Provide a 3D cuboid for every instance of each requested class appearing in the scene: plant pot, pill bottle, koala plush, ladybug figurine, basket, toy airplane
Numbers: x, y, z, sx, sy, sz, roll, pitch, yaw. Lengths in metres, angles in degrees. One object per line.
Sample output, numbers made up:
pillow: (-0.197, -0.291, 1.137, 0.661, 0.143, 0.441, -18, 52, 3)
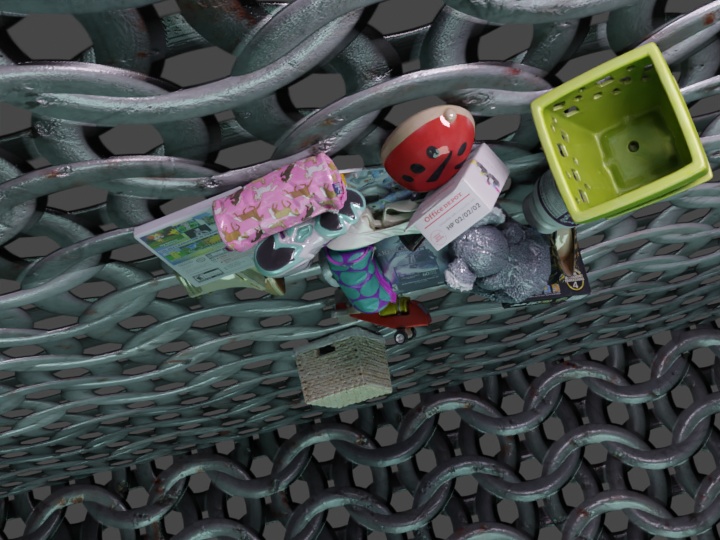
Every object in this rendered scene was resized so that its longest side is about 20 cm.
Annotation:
plant pot: (0.392, -0.186, 1.341, 0.199, 0.200, 0.181, -24, 167, 28)
pill bottle: (0.371, -0.140, 1.588, 0.112, 0.113, 0.200, -4, 160, -29)
koala plush: (0.221, -0.033, 1.586, 0.184, 0.178, 0.200, 29, -176, 34)
ladybug figurine: (0.103, -0.174, 1.351, 0.135, 0.072, 0.200, -9, 161, -14)
basket: (-0.043, 0.261, 2.427, 0.198, 0.161, 0.200, -20, 160, 20)
toy airplane: (0.035, 0.066, 1.974, 0.199, 0.142, 0.200, 7, -169, -25)

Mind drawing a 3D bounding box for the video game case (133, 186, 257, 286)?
video game case: (-0.233, -0.050, 1.487, 0.200, 0.022, 0.182, -19, 146, 17)

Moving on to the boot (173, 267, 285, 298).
boot: (-0.232, 0.010, 1.663, 0.154, 0.072, 0.200, -19, 155, 12)

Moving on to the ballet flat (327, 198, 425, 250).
ballet flat: (0.033, -0.084, 1.513, 0.199, 0.070, 0.069, -10, 163, 6)

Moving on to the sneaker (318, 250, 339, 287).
sneaker: (0.002, -0.018, 1.756, 0.114, 0.076, 0.200, -22, 166, 21)

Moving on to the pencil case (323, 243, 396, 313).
pencil case: (0.000, 0.000, 1.629, 0.092, 0.085, 0.200, 2, 153, 17)

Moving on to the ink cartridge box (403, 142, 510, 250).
ink cartridge box: (0.150, -0.106, 1.402, 0.115, 0.068, 0.200, -39, -171, 33)

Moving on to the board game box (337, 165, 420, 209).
board game box: (0.015, -0.119, 1.528, 0.199, 0.026, 0.200, -8, 161, -16)

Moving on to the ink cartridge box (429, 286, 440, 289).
ink cartridge box: (0.198, -0.042, 1.802, 0.200, 0.084, 0.146, -20, 160, 18)

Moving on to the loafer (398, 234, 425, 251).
loafer: (0.148, -0.105, 1.560, 0.200, 0.063, 0.072, -33, 165, 19)

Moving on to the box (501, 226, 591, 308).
box: (0.368, -0.011, 1.898, 0.199, 0.162, 0.049, -5, 161, -23)

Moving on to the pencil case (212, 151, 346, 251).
pencil case: (-0.121, -0.099, 1.357, 0.200, 0.087, 0.083, -22, 145, 7)

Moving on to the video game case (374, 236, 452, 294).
video game case: (0.100, -0.026, 1.696, 0.142, 0.019, 0.200, -13, 144, 9)

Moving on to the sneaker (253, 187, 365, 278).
sneaker: (-0.082, -0.054, 1.458, 0.200, 0.078, 0.140, -32, 172, -8)

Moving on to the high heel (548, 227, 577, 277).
high heel: (0.393, -0.074, 1.753, 0.071, 0.143, 0.200, -14, 162, 2)
